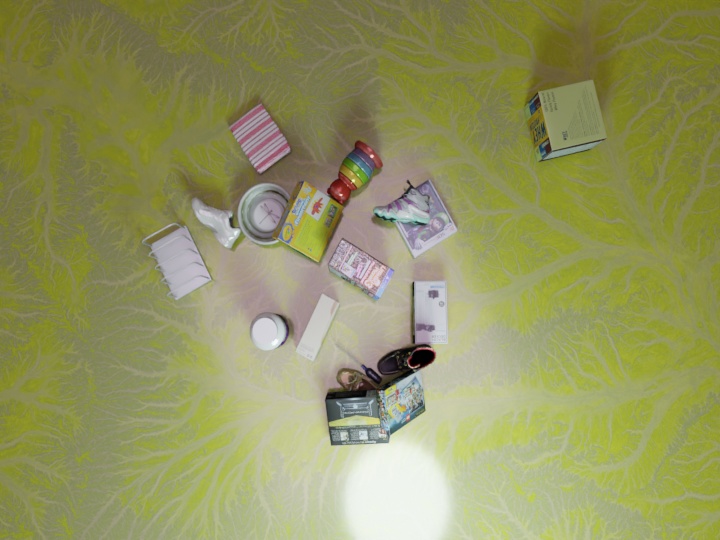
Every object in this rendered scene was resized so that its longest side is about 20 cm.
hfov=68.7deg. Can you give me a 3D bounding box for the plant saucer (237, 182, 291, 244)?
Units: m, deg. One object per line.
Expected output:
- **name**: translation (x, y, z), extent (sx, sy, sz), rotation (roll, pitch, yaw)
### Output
- **plant saucer**: translation (-0.312, -0.186, 1.763), extent (0.192, 0.050, 0.209), rotation (0, 84, -2)

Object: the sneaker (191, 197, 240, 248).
- **sneaker**: translation (-0.471, -0.177, 1.742), extent (0.099, 0.078, 0.200), rotation (-43, 96, 3)

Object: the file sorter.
- **file sorter**: translation (-0.596, -0.033, 1.703), extent (0.136, 0.125, 0.205), rotation (-28, 85, -5)

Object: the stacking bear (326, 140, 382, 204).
- **stacking bear**: translation (-0.029, -0.318, 1.760), extent (0.120, 0.114, 0.202), rotation (38, 89, 2)

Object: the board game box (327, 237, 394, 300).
- **board game box**: translation (0.000, 0.000, 1.699), extent (0.196, 0.160, 0.099), rotation (32, 84, 1)

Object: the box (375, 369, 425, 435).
- **box**: translation (0.129, 0.407, 1.649), extent (0.037, 0.197, 0.142), rotation (-2, 99, 41)

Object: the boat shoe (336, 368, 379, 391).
- **boat shoe**: translation (0.012, 0.380, 1.711), extent (0.195, 0.063, 0.075), rotation (25, 84, 1)

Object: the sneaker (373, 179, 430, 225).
- **sneaker**: translation (0.140, -0.234, 1.751), extent (0.192, 0.078, 0.146), rotation (7, 83, -11)

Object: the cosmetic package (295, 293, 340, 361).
- **cosmetic package**: translation (-0.137, 0.183, 1.707), extent (0.069, 0.105, 0.205), rotation (25, 86, 0)

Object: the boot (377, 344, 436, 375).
- **boot**: translation (0.150, 0.287, 1.680), extent (0.193, 0.151, 0.076), rotation (-14, 85, -3)

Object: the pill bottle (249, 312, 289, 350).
- **pill bottle**: translation (-0.285, 0.190, 1.652), extent (0.108, 0.200, 0.117), rotation (0, 84, -1)

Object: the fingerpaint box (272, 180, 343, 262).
- **fingerpaint box**: translation (-0.172, -0.160, 1.723), extent (0.164, 0.073, 0.206), rotation (28, 83, -27)

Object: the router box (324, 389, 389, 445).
- **router box**: translation (-0.008, 0.466, 1.669), extent (0.192, 0.052, 0.164), rotation (-4, 103, 8)

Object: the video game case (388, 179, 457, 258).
- **video game case**: translation (0.209, -0.177, 1.791), extent (0.178, 0.023, 0.204), rotation (-30, 86, -5)

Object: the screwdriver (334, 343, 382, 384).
- **screwdriver**: translation (-0.006, 0.301, 1.733), extent (0.199, 0.028, 0.029), rotation (44, 113, -1)

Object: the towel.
- **towel**: translation (-0.343, -0.451, 1.802), extent (0.144, 0.030, 0.203), rotation (-35, 84, -4)

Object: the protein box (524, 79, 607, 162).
- **protein box**: translation (0.689, -0.502, 1.781), extent (0.192, 0.135, 0.206), rotation (-13, 85, -3)

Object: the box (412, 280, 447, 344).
- **box**: translation (0.230, 0.139, 1.742), extent (0.112, 0.060, 0.209), rotation (1, 85, -1)
